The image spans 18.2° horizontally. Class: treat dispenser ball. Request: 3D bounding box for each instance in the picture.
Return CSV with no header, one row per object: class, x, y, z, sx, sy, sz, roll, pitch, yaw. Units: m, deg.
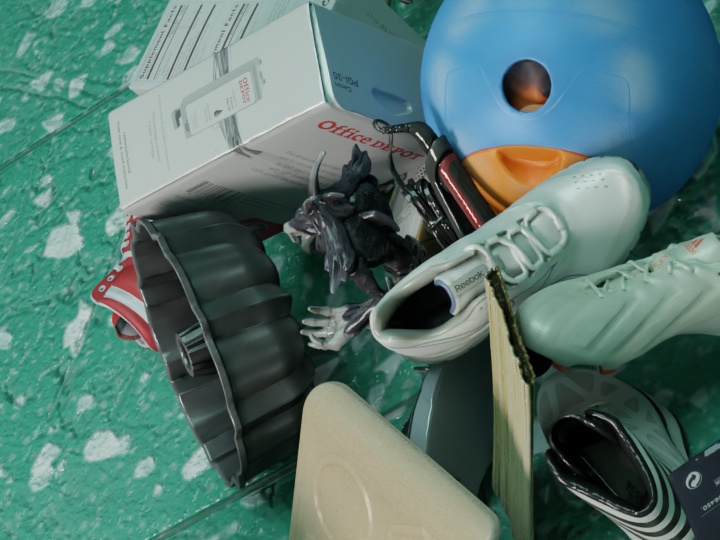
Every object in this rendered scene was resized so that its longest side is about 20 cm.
treat dispenser ball,0.139,-0.125,1.487,0.200,0.201,0.202,-24,45,26

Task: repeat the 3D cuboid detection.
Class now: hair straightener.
hair straightener,0.064,-0.014,1.460,0.041,0.200,0.077,-41,6,-40

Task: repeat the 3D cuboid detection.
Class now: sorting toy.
sorting toy,0.016,0.194,1.387,0.185,0.036,0.201,38,127,43

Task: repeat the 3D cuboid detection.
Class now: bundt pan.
bundt pan,-0.090,0.046,1.576,0.075,0.203,0.202,-22,37,-15

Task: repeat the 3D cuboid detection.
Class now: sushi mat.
sushi mat,0.092,0.100,1.365,0.012,0.201,0.096,-11,45,-6

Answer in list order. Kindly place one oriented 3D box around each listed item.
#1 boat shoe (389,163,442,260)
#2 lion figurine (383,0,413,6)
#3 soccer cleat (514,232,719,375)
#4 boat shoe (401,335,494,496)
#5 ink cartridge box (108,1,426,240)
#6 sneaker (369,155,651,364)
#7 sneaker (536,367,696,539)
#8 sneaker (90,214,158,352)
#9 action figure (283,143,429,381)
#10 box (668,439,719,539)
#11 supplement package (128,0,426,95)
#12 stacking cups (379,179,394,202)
boat shoe,0.061,-0.093,1.634,0.069,0.071,0.201,7,64,43
lion figurine,-0.003,-0.271,1.803,0.200,0.072,0.123,15,89,54
soccer cleat,0.185,0.012,1.356,0.069,0.199,0.078,-118,31,-45
boat shoe,0.042,0.133,1.468,0.068,0.073,0.201,-3,72,48
ink cartridge box,-0.056,-0.099,1.590,0.199,0.146,0.083,-25,65,33
sneaker,0.092,-0.001,1.381,0.200,0.087,0.075,-36,81,16
sneaker,0.147,0.097,1.365,0.076,0.115,0.201,-45,37,3
sneaker,-0.169,-0.016,1.780,0.112,0.071,0.200,-39,42,5
action figure,0.000,0.000,1.511,0.102,0.200,0.119,-19,47,29
box,0.272,0.187,1.113,0.123,0.200,0.199,-35,41,14
supplement package,-0.065,-0.159,1.767,0.199,0.114,0.110,6,65,46
stacking cups,-0.061,-0.075,1.739,0.199,0.060,0.061,13,67,47
